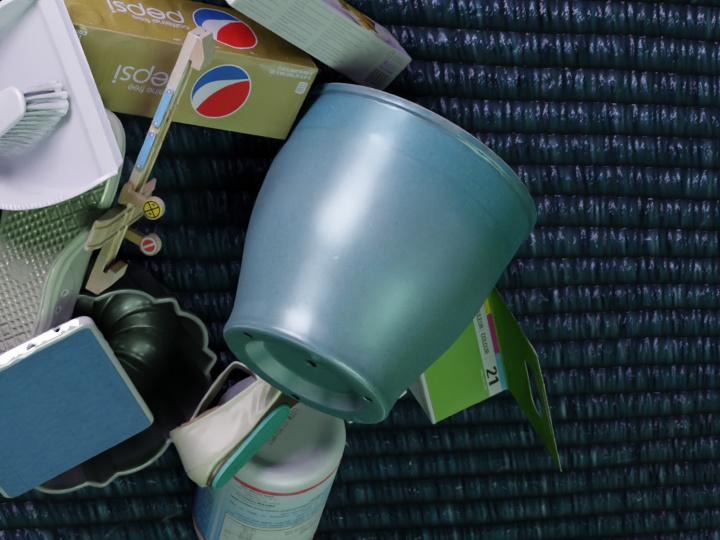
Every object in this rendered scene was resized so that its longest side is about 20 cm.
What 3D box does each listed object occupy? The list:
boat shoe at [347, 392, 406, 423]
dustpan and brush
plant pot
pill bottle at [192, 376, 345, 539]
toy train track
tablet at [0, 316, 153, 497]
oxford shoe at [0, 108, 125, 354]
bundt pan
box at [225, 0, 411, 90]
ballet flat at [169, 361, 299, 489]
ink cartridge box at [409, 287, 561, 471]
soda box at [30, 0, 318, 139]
[{"bbox_3d":[-0.026,0.063,1.763,0.065,0.074,0.200,-37,135,-1],"label":"boat shoe"},{"bbox_3d":[-0.260,-0.087,1.459,0.199,0.140,0.057,-28,170,39],"label":"dustpan and brush"},{"bbox_3d":[0.000,0.000,1.579,0.200,0.199,0.189,48,62,-46],"label":"plant pot"},{"bbox_3d":[-0.081,0.179,1.792,0.108,0.109,0.201,-11,148,-21],"label":"pill bottle"},{"bbox_3d":[-0.136,-0.069,1.481,0.032,0.115,0.201,26,112,6],"label":"toy train track"},{"bbox_3d":[-0.228,0.101,1.575,0.129,0.014,0.200,-27,155,-4],"label":"tablet"},{"bbox_3d":[-0.210,-0.028,1.509,0.058,0.075,0.201,-25,142,-60],"label":"oxford shoe"},{"bbox_3d":[-0.215,0.071,1.659,0.201,0.076,0.203,-16,135,-17],"label":"bundt pan"},{"bbox_3d":[-0.034,-0.179,1.540,0.041,0.039,0.200,-47,147,13],"label":"box"},{"bbox_3d":[-0.065,0.083,1.674,0.200,0.069,0.070,-41,138,-12],"label":"ballet flat"},{"bbox_3d":[0.077,0.062,1.727,0.075,0.200,0.148,-24,135,-9],"label":"ink cartridge box"},{"bbox_3d":[-0.135,-0.148,1.518,0.199,0.068,0.064,6,125,-33],"label":"soda box"}]
